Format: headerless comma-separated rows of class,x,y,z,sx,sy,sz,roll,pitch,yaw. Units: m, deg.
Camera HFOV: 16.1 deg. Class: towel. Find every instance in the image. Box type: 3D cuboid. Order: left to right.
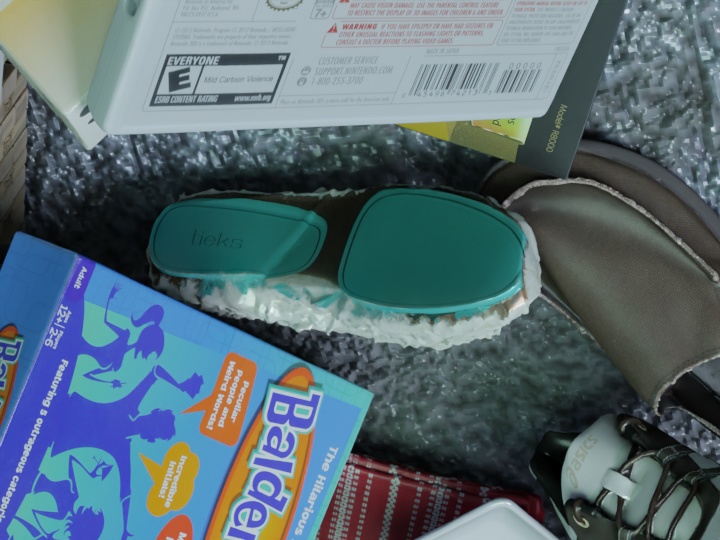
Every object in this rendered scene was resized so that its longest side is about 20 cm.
towel,-0.018,0.137,1.221,0.199,0.023,0.145,15,127,8

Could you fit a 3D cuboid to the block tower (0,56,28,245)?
block tower,-0.175,-0.089,1.094,0.054,0.058,0.201,11,123,7

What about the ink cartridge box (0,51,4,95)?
ink cartridge box,-0.211,-0.040,1.039,0.114,0.068,0.201,9,103,7

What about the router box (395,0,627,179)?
router box,0.038,-0.150,0.998,0.156,0.052,0.201,18,125,3

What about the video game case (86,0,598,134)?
video game case,0.016,-0.128,0.897,0.199,0.023,0.183,-4,133,-33

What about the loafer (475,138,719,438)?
loafer,0.134,0.018,1.071,0.199,0.071,0.073,34,125,-8

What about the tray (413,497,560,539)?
tray,0.085,0.167,1.181,0.107,0.022,0.200,-29,130,28

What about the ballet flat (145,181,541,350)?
ballet flat,0.000,0.000,1.085,0.199,0.072,0.072,8,127,34

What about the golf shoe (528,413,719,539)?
golf shoe,0.128,0.108,1.065,0.094,0.200,0.078,36,80,-14

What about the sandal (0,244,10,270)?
sandal,-0.183,0.018,1.107,0.199,0.043,0.076,19,125,-4

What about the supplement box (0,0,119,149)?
supplement box,-0.122,-0.163,0.949,0.126,0.074,0.200,-42,83,-4

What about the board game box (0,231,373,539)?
board game box,-0.094,0.089,1.080,0.045,0.153,0.200,18,174,41
